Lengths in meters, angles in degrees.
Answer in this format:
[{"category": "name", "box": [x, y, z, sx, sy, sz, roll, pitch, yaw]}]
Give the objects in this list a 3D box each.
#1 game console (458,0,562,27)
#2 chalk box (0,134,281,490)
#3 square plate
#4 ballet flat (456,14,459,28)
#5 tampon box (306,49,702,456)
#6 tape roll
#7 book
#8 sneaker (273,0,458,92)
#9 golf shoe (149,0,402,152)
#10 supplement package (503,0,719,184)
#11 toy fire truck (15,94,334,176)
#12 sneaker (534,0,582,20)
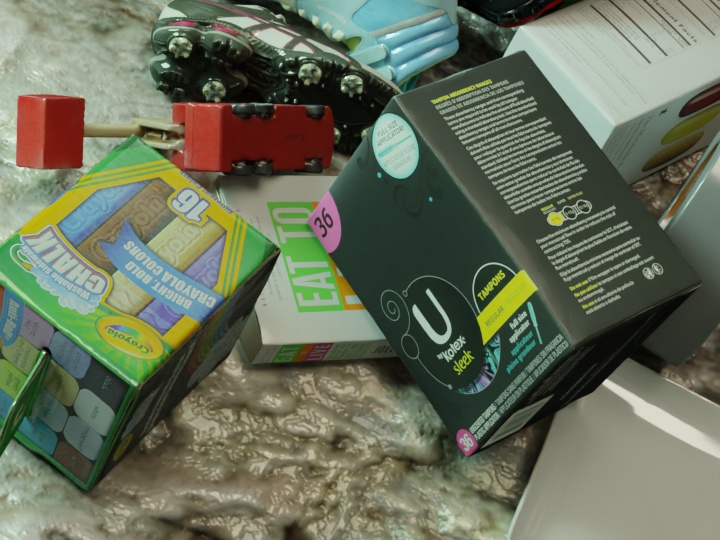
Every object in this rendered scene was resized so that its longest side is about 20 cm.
[{"category": "game console", "box": [0.143, -0.291, 1.531, 0.200, 0.119, 0.172, -31, 24, -6]}, {"category": "chalk box", "box": [-0.166, 0.037, 1.235, 0.124, 0.124, 0.200, 39, 47, 8]}, {"category": "square plate", "box": [0.208, 0.162, 1.369, 0.200, 0.028, 0.198, 28, 48, -2]}, {"category": "ballet flat", "box": [-0.011, -0.233, 1.574, 0.200, 0.067, 0.062, 35, 20, 1]}, {"category": "tampon box", "box": [0.089, -0.013, 1.325, 0.126, 0.150, 0.200, -23, 70, -38]}, {"category": "tape roll", "box": [0.251, -0.032, 1.425, 0.066, 0.200, 0.200, 34, 48, 3]}, {"category": "book", "box": [0.000, 0.000, 1.397, 0.200, 0.048, 0.134, -2, 57, -29]}, {"category": "sneaker", "box": [-0.018, -0.186, 1.516, 0.200, 0.131, 0.080, 0, 20, 19]}, {"category": "golf shoe", "box": [-0.053, -0.153, 1.473, 0.200, 0.077, 0.088, 19, 41, -10]}, {"category": "supplement package", "box": [0.203, -0.142, 1.549, 0.200, 0.114, 0.110, -26, 66, -36]}, {"category": "toy fire truck", "box": [-0.123, -0.093, 1.381, 0.141, 0.049, 0.200, 6, 7, 30]}, {"category": "sneaker", "box": [0.204, -0.261, 1.625, 0.085, 0.078, 0.200, 36, 79, 21]}]
